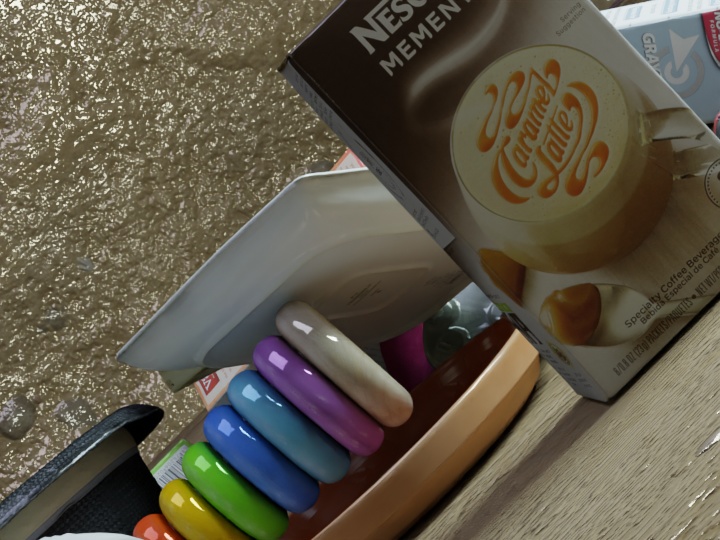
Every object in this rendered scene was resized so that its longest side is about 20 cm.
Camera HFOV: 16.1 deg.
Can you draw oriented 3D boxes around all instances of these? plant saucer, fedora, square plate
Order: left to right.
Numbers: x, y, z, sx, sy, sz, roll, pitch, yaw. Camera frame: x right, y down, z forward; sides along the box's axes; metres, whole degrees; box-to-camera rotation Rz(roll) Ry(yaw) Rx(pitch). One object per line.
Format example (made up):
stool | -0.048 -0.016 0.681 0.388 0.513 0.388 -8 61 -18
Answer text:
fedora | -0.158 0.163 1.341 0.201 0.092 0.201 -44 -4 -3
square plate | 0.000 0.000 1.321 0.197 0.029 0.200 -7 -23 -38
plant saucer | 0.021 0.099 1.280 0.200 0.032 0.200 -43 3 3

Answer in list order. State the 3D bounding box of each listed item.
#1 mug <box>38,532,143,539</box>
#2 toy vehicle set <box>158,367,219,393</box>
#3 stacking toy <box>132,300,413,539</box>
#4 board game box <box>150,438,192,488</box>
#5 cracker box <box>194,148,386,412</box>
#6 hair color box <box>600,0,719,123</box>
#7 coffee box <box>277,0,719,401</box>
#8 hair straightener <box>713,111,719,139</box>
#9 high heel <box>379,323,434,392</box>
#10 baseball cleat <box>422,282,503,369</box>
mug | -0.135 0.200 1.138 0.175 0.148 0.200 -34 -23 24
toy vehicle set | -0.020 0.001 1.478 0.200 0.027 0.124 -27 -9 -48
stacking toy | -0.067 0.114 1.267 0.200 0.085 0.085 -49 3 -2
board game box | -0.131 0.193 1.414 0.200 0.095 0.030 -44 -23 -24
cracker box | -0.008 0.017 1.673 0.134 0.058 0.200 13 -54 -45
hair color box | 0.138 -0.105 1.347 0.199 0.061 0.099 -11 11 11
coffee box | 0.072 -0.055 1.098 0.114 0.200 0.080 -44 3 -3
hair straightener | 0.170 -0.050 1.232 0.200 0.041 0.077 -44 3 8
high heel | 0.032 0.056 1.565 0.200 0.067 0.097 84 -163 -75
baseball cleat | 0.099 -0.006 1.485 0.201 0.069 0.107 -61 -26 -24
